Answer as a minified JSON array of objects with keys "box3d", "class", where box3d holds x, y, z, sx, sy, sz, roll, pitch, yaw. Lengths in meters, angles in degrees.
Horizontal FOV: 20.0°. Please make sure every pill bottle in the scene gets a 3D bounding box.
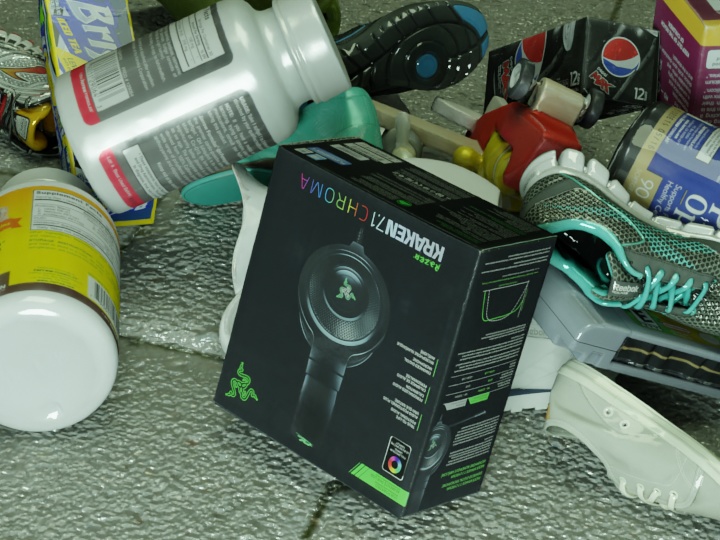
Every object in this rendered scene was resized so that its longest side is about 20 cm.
[{"box3d":[-0.112,-0.129,1.477,0.198,0.111,0.111,-23,34,4],"class":"pill bottle"},{"box3d":[0.271,-0.030,1.438,0.199,0.113,0.112,27,38,15],"class":"pill bottle"},{"box3d":[-0.220,0.012,1.407,0.108,0.110,0.201,0,32,-7],"class":"pill bottle"}]

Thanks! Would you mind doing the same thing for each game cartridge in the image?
[{"box3d":[0.194,0.031,1.427,0.199,0.041,0.133,15,22,-35],"class":"game cartridge"}]

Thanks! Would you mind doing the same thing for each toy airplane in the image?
[{"box3d":[0.107,-0.077,1.586,0.199,0.142,0.199,15,-7,30],"class":"toy airplane"}]

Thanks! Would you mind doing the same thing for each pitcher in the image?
[{"box3d":[0.000,0.000,1.468,0.198,0.122,0.173,1,57,7],"class":"pitcher"}]

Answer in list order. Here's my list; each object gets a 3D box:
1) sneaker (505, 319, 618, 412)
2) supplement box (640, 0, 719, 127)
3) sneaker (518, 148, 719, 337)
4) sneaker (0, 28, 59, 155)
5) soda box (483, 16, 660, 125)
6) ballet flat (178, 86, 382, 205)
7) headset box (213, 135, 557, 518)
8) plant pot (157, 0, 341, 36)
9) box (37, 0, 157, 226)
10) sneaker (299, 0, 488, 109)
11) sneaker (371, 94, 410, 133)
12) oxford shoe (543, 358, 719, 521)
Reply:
[{"box3d":[0.114,0.047,1.423,0.199,0.081,0.076,-13,33,-33],"class":"sneaker"},{"box3d":[0.299,-0.128,1.606,0.130,0.202,0.103,-4,33,-14],"class":"supplement box"},{"box3d":[0.187,0.002,1.363,0.199,0.078,0.091,27,36,3],"class":"sneaker"},{"box3d":[-0.275,-0.142,1.669,0.198,0.078,0.082,11,34,10],"class":"sneaker"},{"box3d":[0.168,-0.157,1.662,0.070,0.064,0.200,7,-5,-19],"class":"soda box"},{"box3d":[-0.061,-0.101,1.566,0.199,0.071,0.067,-12,-19,40],"class":"ballet flat"},{"box3d":[0.010,0.039,1.322,0.173,0.202,0.092,29,23,32],"class":"headset box"},{"box3d":[-0.105,-0.265,1.809,0.198,0.201,0.191,-10,48,-22],"class":"plant pot"},{"box3d":[-0.207,-0.135,1.600,0.069,0.064,0.202,-5,64,-15],"class":"box"},{"box3d":[0.009,-0.175,1.648,0.198,0.074,0.082,-19,21,-20],"class":"sneaker"},{"box3d":[-0.004,-0.142,1.713,0.079,0.071,0.201,-1,34,-4],"class":"sneaker"},{"box3d":[0.200,0.131,1.332,0.199,0.075,0.058,34,86,26],"class":"oxford shoe"}]
